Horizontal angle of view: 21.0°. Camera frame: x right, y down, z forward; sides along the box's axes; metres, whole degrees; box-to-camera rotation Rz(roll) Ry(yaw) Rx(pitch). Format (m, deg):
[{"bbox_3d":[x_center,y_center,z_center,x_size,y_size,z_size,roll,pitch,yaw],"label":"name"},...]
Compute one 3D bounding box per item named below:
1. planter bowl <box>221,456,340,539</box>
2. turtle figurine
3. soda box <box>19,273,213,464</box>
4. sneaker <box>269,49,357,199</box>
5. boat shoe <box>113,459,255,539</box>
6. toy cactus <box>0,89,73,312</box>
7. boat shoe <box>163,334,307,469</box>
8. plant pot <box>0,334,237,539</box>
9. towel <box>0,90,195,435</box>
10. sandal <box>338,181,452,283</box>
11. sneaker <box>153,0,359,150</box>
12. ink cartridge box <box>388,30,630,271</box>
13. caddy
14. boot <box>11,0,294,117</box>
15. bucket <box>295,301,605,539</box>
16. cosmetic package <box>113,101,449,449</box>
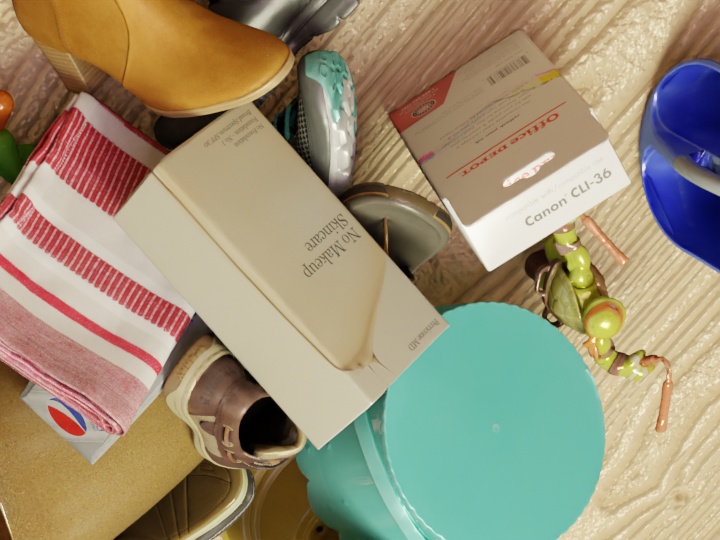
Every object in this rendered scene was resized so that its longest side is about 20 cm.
[{"bbox_3d":[-0.007,0.189,1.484,0.198,0.084,0.202,-5,117,-11],"label":"planter bowl"},{"bbox_3d":[0.158,0.017,1.397,0.064,0.162,0.201,-27,119,0],"label":"turtle figurine"},{"bbox_3d":[-0.135,0.032,1.291,0.068,0.200,0.063,41,140,-1],"label":"soda box"},{"bbox_3d":[-0.048,-0.071,1.326,0.090,0.078,0.201,2,142,-2],"label":"sneaker"},{"bbox_3d":[-0.148,0.192,1.448,0.199,0.074,0.065,-29,142,30],"label":"boat shoe"},{"bbox_3d":[-0.204,-0.031,1.283,0.198,0.166,0.103,12,130,-27],"label":"toy cactus"},{"bbox_3d":[-0.069,0.104,1.308,0.072,0.072,0.200,-54,159,-11],"label":"boat shoe"},{"bbox_3d":[-0.186,0.100,1.359,0.199,0.186,0.188,-26,120,-20],"label":"plant pot"},{"bbox_3d":[-0.166,-0.010,1.238,0.144,0.201,0.023,35,142,-10],"label":"towel"},{"bbox_3d":[0.000,0.000,1.323,0.081,0.055,0.200,18,150,-20],"label":"sandal"},{"bbox_3d":[-0.077,-0.167,1.311,0.091,0.076,0.200,42,97,-15],"label":"sneaker"},{"bbox_3d":[0.103,-0.076,1.317,0.116,0.200,0.068,-32,118,4],"label":"ink cartridge box"},{"bbox_3d":[0.274,-0.069,1.372,0.104,0.200,0.143,-6,116,-29],"label":"caddy"},{"bbox_3d":[-0.148,-0.174,1.231,0.200,0.071,0.145,6,137,33],"label":"boot"},{"bbox_3d":[0.066,0.119,1.388,0.205,0.135,0.209,5,79,-23],"label":"bucket"},{"bbox_3d":[-0.050,0.001,1.245,0.200,0.104,0.073,47,136,0],"label":"cosmetic package"}]
